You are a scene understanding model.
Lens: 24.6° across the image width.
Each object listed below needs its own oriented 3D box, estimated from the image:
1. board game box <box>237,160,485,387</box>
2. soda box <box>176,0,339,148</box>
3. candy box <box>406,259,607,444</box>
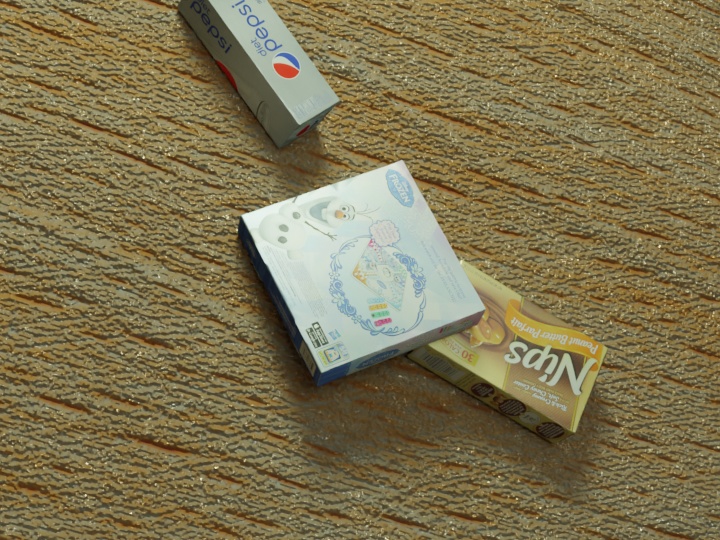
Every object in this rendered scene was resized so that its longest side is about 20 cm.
[{"bbox_3d":[0.000,0.000,1.762,0.199,0.043,0.200,-20,68,-20],"label":"board game box"},{"bbox_3d":[-0.114,-0.239,1.819,0.063,0.068,0.200,-35,88,-30],"label":"soda box"},{"bbox_3d":[0.164,0.091,1.826,0.200,0.055,0.116,31,62,-10],"label":"candy box"}]
